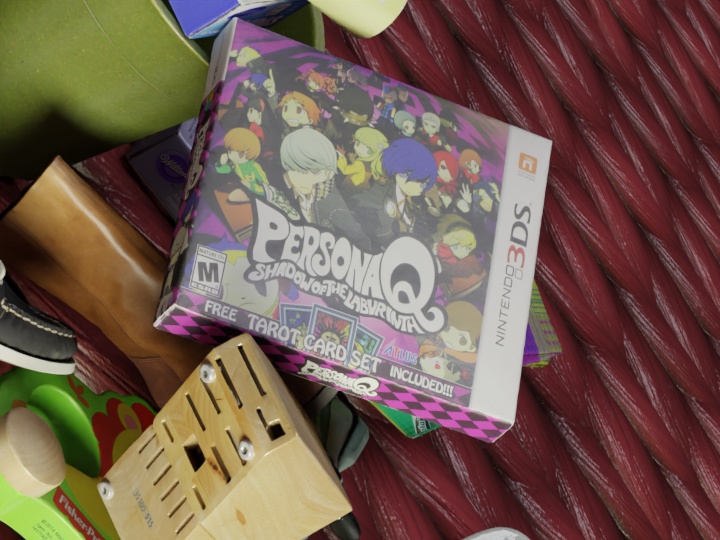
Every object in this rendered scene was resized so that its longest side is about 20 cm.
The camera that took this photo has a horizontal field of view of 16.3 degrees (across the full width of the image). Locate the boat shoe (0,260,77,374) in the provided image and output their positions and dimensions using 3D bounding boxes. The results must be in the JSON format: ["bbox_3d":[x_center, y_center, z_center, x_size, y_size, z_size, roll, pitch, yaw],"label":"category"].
[{"bbox_3d":[-0.225,-0.001,1.325,0.200,0.074,0.061,26,87,-33],"label":"boat shoe"}]

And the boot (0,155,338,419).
[{"bbox_3d":[-0.098,0.003,1.413,0.200,0.188,0.069,45,56,-13],"label":"boot"}]

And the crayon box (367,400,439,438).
[{"bbox_3d":[-0.001,0.002,1.646,0.200,0.058,0.119,45,33,-31],"label":"crayon box"}]

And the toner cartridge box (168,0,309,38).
[{"bbox_3d":[-0.100,-0.229,1.393,0.095,0.043,0.201,-20,83,-61],"label":"toner cartridge box"}]

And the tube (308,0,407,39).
[{"bbox_3d":[-0.055,-0.199,1.352,0.200,0.052,0.058,36,-4,-34],"label":"tube"}]

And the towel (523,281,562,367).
[{"bbox_3d":[0.069,0.002,1.675,0.200,0.023,0.144,-2,68,-65],"label":"towel"}]

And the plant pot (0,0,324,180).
[{"bbox_3d":[-0.156,-0.148,1.476,0.200,0.190,0.201,41,34,-36],"label":"plant pot"}]

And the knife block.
[{"bbox_3d":[-0.041,0.104,1.342,0.175,0.200,0.064,-9,61,-41],"label":"knife block"}]

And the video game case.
[{"bbox_3d":[0.001,-0.022,1.346,0.199,0.036,0.182,20,59,-17],"label":"video game case"}]

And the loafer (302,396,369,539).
[{"bbox_3d":[-0.047,0.118,1.552,0.063,0.072,0.200,57,17,-8],"label":"loafer"}]

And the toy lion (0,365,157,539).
[{"bbox_3d":[-0.139,0.128,1.403,0.200,0.069,0.192,52,22,-19],"label":"toy lion"}]

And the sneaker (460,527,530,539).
[{"bbox_3d":[0.014,0.224,1.566,0.199,0.099,0.071,-13,63,-30],"label":"sneaker"}]

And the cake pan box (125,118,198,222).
[{"bbox_3d":[-0.061,-0.063,1.713,0.185,0.052,0.200,55,29,-19],"label":"cake pan box"}]
